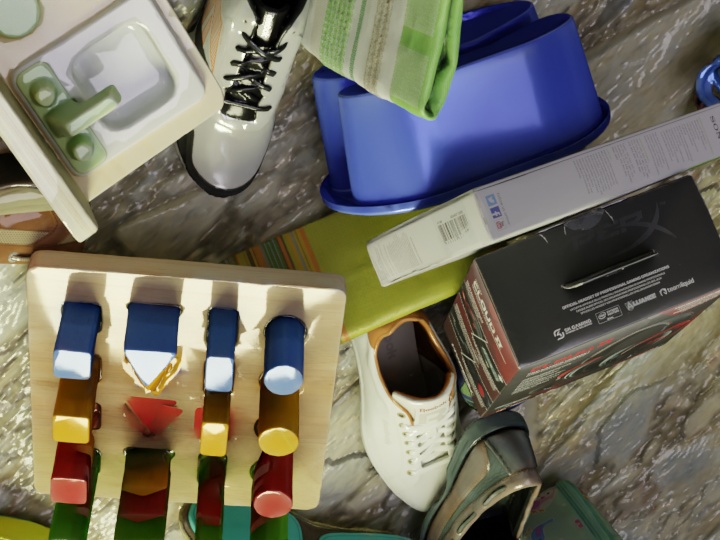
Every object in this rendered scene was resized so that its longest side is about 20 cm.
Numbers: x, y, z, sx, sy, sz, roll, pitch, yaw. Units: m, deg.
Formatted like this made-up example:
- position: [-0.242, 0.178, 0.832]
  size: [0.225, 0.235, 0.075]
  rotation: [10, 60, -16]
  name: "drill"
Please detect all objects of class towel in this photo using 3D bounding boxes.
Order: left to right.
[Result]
- position: [0.000, 0.000, 0.992]
  size: [0.198, 0.018, 0.087]
  rotation: [-23, 76, -3]
  name: "towel"
- position: [0.016, -0.184, 0.859]
  size: [0.030, 0.200, 0.151]
  rotation: [1, 111, -27]
  name: "towel"

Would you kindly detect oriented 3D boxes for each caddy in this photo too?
- position: [0.063, -0.096, 0.943]
  size: [0.198, 0.141, 0.106]
  rotation: [-20, 111, -10]
  name: "caddy"

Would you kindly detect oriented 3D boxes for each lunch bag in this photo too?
- position: [0.194, 0.272, 1.122]
  size: [0.077, 0.160, 0.201]
  rotation: [-32, 117, -4]
  name: "lunch bag"

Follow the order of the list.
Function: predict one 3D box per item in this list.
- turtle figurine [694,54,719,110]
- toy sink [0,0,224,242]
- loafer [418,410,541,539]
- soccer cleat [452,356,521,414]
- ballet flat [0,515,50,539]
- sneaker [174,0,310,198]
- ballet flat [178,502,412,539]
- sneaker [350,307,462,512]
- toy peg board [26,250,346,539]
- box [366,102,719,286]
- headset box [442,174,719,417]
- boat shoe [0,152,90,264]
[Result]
- position: [0.354, -0.108, 1.037]
  size: [0.199, 0.144, 0.195]
  rotation: [-33, 121, 0]
  name: "turtle figurine"
- position: [-0.159, -0.126, 0.821]
  size: [0.111, 0.200, 0.131]
  rotation: [-34, 117, -3]
  name: "toy sink"
- position: [0.089, 0.188, 1.069]
  size: [0.071, 0.063, 0.201]
  rotation: [-12, 138, -20]
  name: "loafer"
- position: [0.160, 0.043, 1.062]
  size: [0.199, 0.084, 0.065]
  rotation: [-32, 118, -4]
  name: "soccer cleat"
- position: [-0.283, 0.195, 0.979]
  size: [0.198, 0.067, 0.067]
  rotation: [20, 103, -25]
  name: "ballet flat"
- position: [-0.074, -0.139, 0.913]
  size: [0.073, 0.080, 0.202]
  rotation: [4, 111, -20]
  name: "sneaker"
- position: [-0.048, 0.215, 1.076]
  size: [0.198, 0.071, 0.071]
  rotation: [15, 106, -21]
  name: "ballet flat"
- position: [0.038, 0.104, 1.045]
  size: [0.072, 0.085, 0.202]
  rotation: [-24, 118, -10]
  name: "sneaker"
- position: [-0.115, 0.102, 0.929]
  size: [0.197, 0.098, 0.201]
  rotation: [4, 128, -6]
  name: "toy peg board"
- position: [0.119, -0.047, 0.919]
  size: [0.198, 0.144, 0.037]
  rotation: [-19, 88, -28]
  name: "box"
- position: [0.140, 0.019, 0.927]
  size: [0.147, 0.200, 0.076]
  rotation: [-21, 77, -9]
  name: "headset box"
- position: [-0.261, -0.025, 0.897]
  size: [0.198, 0.076, 0.075]
  rotation: [-5, 115, -16]
  name: "boat shoe"
